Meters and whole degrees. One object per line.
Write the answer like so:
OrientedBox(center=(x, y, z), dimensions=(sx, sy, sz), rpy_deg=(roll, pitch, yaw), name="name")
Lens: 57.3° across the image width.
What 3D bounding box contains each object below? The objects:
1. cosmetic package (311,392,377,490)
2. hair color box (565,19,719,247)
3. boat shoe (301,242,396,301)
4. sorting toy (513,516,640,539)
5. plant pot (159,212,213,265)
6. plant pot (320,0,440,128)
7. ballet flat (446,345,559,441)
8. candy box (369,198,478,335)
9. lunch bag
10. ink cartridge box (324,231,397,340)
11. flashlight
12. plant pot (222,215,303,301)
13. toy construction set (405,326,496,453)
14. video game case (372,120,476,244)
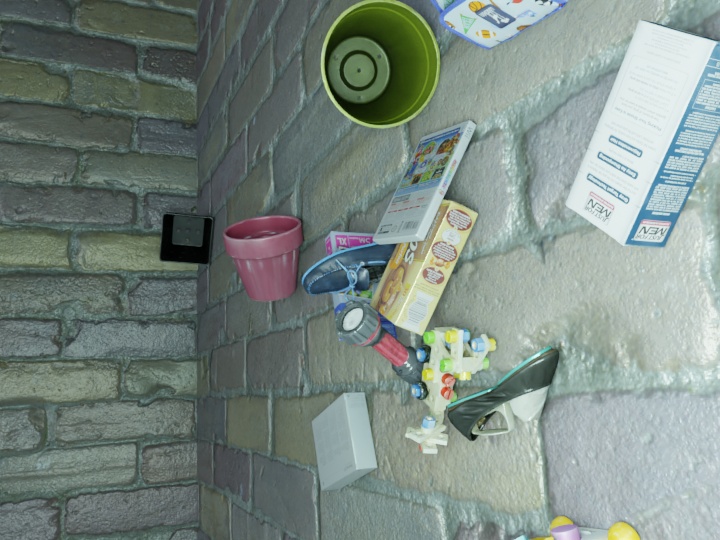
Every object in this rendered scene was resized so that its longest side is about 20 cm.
OrientedBox(center=(-0.037, 0.354, 1.354), dimensions=(0.200, 0.051, 0.151), rpy_deg=(130, 138, -53), name="cosmetic package")
OrientedBox(center=(0.292, -0.134, 0.661), dimensions=(0.100, 0.060, 0.201), rpy_deg=(-125, 44, -53), name="hair color box")
OrientedBox(center=(0.000, 0.000, 1.127), dimensions=(0.084, 0.199, 0.069), rpy_deg=(83, 162, -57), name="boat shoe")
OrientedBox(center=(0.191, 0.331, 0.701), dimensions=(0.200, 0.179, 0.107), rpy_deg=(148, 121, -60), name="sorting toy")
OrientedBox(center=(-0.721, -0.147, 2.740), dimensions=(0.177, 0.199, 0.201), rpy_deg=(-131, 47, -70), name="plant pot")
OrientedBox(center=(0.014, -0.355, 1.159), dimensions=(0.193, 0.199, 0.201), rpy_deg=(-133, 49, -72), name="plant pot")
OrientedBox(center=(0.193, 0.167, 0.848), dimensions=(0.200, 0.068, 0.069), rpy_deg=(-45, 65, 45), name="ballet flat")
OrientedBox(center=(0.093, -0.013, 1.014), dimensions=(0.201, 0.055, 0.115), rpy_deg=(-65, 23, 3), name="candy box")
OrientedBox(center=(0.163, -0.397, 0.850), dimensions=(0.200, 0.124, 0.170), rpy_deg=(52, 159, -14), name="lunch bag")
OrientedBox(center=(0.006, 0.026, 1.201), dimensions=(0.042, 0.119, 0.201), rpy_deg=(135, 131, -58), name="ink cartridge box")
OrientedBox(center=(0.041, 0.121, 1.041), dimensions=(0.068, 0.200, 0.068), rpy_deg=(-6, 53, 40), name="flashlight")
OrientedBox(center=(-0.238, -0.028, 1.682), dimensions=(0.200, 0.199, 0.180), rpy_deg=(-141, 41, -60), name="plant pot")
OrientedBox(center=(0.125, 0.168, 0.980), dimensions=(0.131, 0.092, 0.201), rpy_deg=(38, 111, 60), name="toy construction set")
OrientedBox(center=(0.097, -0.134, 1.033), dimensions=(0.143, 0.018, 0.201), rpy_deg=(-1, 61, 65), name="video game case")
